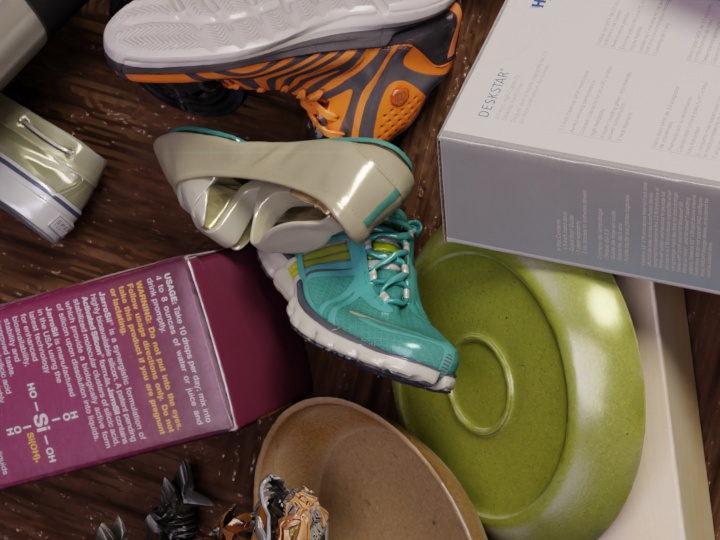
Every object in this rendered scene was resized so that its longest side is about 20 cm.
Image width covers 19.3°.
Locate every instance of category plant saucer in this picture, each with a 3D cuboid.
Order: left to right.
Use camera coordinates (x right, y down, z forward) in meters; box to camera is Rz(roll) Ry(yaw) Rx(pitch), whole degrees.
[{"bbox_3d":[0.015,0.162,1.188,0.200,0.035,0.200,24,122,44],"label":"plant saucer"},{"bbox_3d":[0.074,0.060,1.142,0.200,0.031,0.200,13,106,53],"label":"plant saucer"}]

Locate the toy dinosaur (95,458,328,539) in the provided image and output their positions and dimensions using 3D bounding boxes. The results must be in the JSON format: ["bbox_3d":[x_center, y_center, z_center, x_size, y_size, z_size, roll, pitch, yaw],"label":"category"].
[{"bbox_3d":[-0.087,0.192,1.226,0.136,0.102,0.200,34,106,14],"label":"toy dinosaur"}]

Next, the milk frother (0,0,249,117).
[{"bbox_3d":[-0.188,-0.117,1.169,0.200,0.181,0.188,41,79,6],"label":"milk frother"}]

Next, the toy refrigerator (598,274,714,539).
[{"bbox_3d":[0.144,0.086,1.159,0.076,0.070,0.200,-7,90,23],"label":"toy refrigerator"}]

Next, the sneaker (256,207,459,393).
[{"bbox_3d":[0.000,0.000,1.150,0.080,0.077,0.200,-59,35,15],"label":"sneaker"}]

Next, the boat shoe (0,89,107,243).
[{"bbox_3d":[-0.240,-0.094,1.283,0.200,0.072,0.062,37,80,9],"label":"boat shoe"}]

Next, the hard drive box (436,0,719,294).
[{"bbox_3d":[0.158,-0.074,1.089,0.200,0.156,0.077,12,138,18],"label":"hard drive box"}]

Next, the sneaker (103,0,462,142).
[{"bbox_3d":[-0.039,-0.105,1.160,0.200,0.078,0.112,-9,133,-11],"label":"sneaker"}]

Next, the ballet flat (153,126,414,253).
[{"bbox_3d":[-0.055,-0.041,1.154,0.200,0.069,0.070,4,97,49],"label":"ballet flat"}]

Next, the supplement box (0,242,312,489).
[{"bbox_3d":[-0.148,0.056,1.223,0.200,0.131,0.103,-15,91,20],"label":"supplement box"}]
